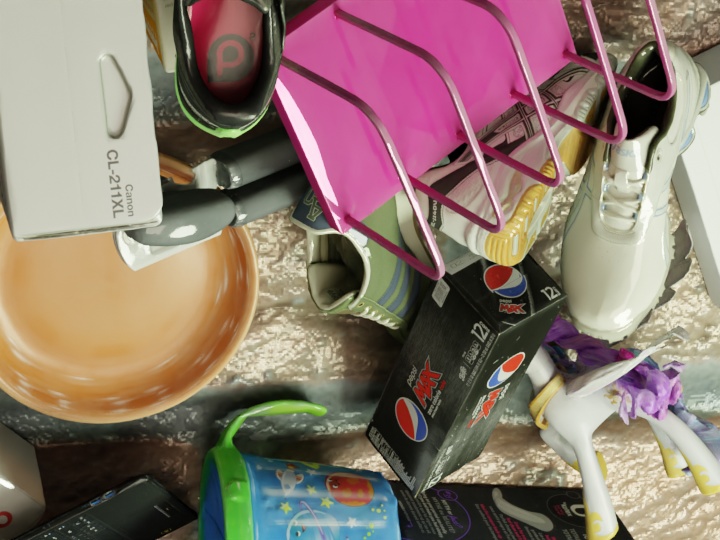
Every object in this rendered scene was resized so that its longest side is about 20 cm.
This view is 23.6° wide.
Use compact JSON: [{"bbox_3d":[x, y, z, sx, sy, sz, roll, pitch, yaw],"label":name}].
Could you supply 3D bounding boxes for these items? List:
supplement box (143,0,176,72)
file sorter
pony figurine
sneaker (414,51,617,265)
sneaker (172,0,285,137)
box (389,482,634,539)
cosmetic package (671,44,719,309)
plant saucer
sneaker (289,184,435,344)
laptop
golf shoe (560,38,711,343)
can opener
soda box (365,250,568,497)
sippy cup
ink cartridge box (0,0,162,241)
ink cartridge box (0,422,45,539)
[{"bbox_3d":[-0.106,-0.232,0.992,0.073,0.126,0.201,-13,119,-11],"label":"supplement box"},{"bbox_3d":[0.068,-0.111,1.002,0.200,0.125,0.139,-37,129,-16],"label":"file sorter"},{"bbox_3d":[0.179,0.080,1.229,0.192,0.167,0.200,-30,106,30],"label":"pony figurine"},{"bbox_3d":[0.102,-0.091,1.125,0.087,0.200,0.076,23,136,18],"label":"sneaker"},{"bbox_3d":[-0.065,-0.169,0.906,0.076,0.084,0.202,-7,104,-11],"label":"sneaker"},{"bbox_3d":[0.104,0.238,1.300,0.199,0.122,0.107,4,115,-18],"label":"box"},{"bbox_3d":[0.302,-0.077,1.239,0.150,0.052,0.201,-26,121,-4],"label":"cosmetic package"},{"bbox_3d":[-0.168,0.008,1.149,0.199,0.037,0.201,-7,117,-13],"label":"plant saucer"},{"bbox_3d":[0.000,0.000,1.143,0.090,0.067,0.201,-46,145,-24],"label":"sneaker"},{"bbox_3d":[-0.197,0.239,1.172,0.199,0.104,0.177,-27,163,-3],"label":"laptop"},{"bbox_3d":[0.169,-0.057,1.117,0.078,0.097,0.201,11,83,20],"label":"golf shoe"},{"bbox_3d":[-0.071,-0.050,1.099,0.199,0.066,0.053,-27,127,-35],"label":"can opener"},{"bbox_3d":[0.069,0.067,1.179,0.071,0.063,0.201,-27,155,-34],"label":"soda box"},{"bbox_3d":[-0.042,0.193,1.219,0.129,0.140,0.179,1,114,-13],"label":"sippy cup"},{"bbox_3d":[-0.171,-0.106,0.976,0.082,0.200,0.147,-7,101,-13],"label":"ink cartridge box"},{"bbox_3d":[-0.330,0.134,1.137,0.146,0.084,0.200,-43,121,7],"label":"ink cartridge box"}]
